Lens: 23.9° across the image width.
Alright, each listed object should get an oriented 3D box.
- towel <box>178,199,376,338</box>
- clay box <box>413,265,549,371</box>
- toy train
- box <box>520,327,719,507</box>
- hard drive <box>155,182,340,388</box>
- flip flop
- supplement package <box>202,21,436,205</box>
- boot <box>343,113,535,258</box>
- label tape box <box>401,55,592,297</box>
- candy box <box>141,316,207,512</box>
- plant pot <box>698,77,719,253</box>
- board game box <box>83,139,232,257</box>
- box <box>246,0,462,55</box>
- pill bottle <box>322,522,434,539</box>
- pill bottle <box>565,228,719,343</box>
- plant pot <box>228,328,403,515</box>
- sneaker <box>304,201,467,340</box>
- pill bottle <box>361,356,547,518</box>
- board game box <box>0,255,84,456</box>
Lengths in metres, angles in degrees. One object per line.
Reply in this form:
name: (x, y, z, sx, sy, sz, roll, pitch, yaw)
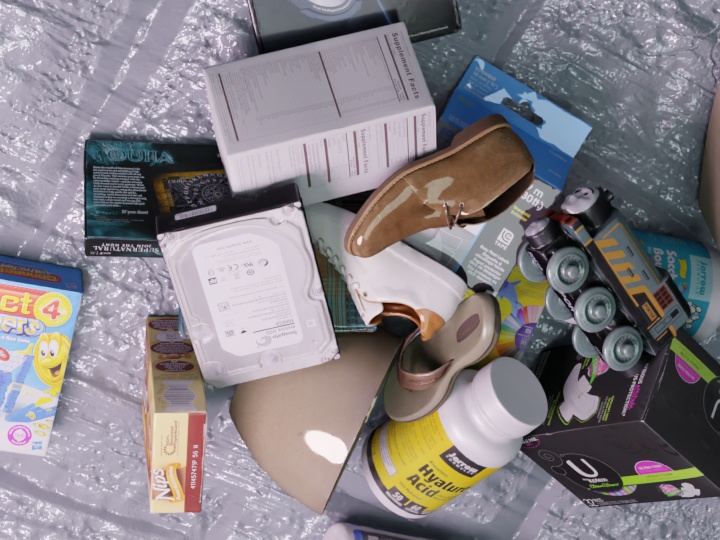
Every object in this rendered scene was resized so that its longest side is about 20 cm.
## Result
towel: (-0.085, -0.005, 1.716, 0.199, 0.022, 0.147, -1, 72, -10)
clay box: (0.136, 0.026, 1.807, 0.115, 0.048, 0.200, 16, 112, -15)
toy train: (0.241, 0.011, 1.681, 0.114, 0.085, 0.200, -42, 113, -12)
box: (0.287, 0.158, 1.803, 0.148, 0.200, 0.125, 40, 59, -25)
hard drive: (-0.105, 0.019, 1.626, 0.139, 0.038, 0.200, -12, 130, 0)
flip flop: (0.072, 0.086, 1.716, 0.057, 0.081, 0.200, 3, 150, -31)
supplement package: (-0.037, -0.141, 1.622, 0.199, 0.114, 0.110, -13, 148, -6)
boot: (0.076, -0.065, 1.616, 0.200, 0.076, 0.074, -35, 154, -4)
label tape box: (0.122, -0.092, 1.702, 0.144, 0.063, 0.200, 31, 100, -2)
candy box: (-0.189, 0.142, 1.717, 0.055, 0.200, 0.116, 2, 116, -10)
plant pot: (0.455, -0.089, 1.743, 0.199, 0.200, 0.177, 11, 126, -16)
board game box: (-0.169, -0.069, 1.656, 0.199, 0.136, 0.028, 2, 138, -11)
box: (-0.014, -0.285, 1.629, 0.199, 0.044, 0.161, -14, 118, -4)
pill bottle: (0.055, 0.356, 1.917, 0.199, 0.114, 0.114, 14, 113, -16)
pill bottle: (0.312, 0.016, 1.802, 0.199, 0.111, 0.111, 10, 114, -15)
plant pot: (-0.057, 0.134, 1.760, 0.134, 0.200, 0.201, 24, 111, 4)
sneaker: (0.000, 0.000, 1.677, 0.200, 0.073, 0.085, 29, 78, 12)
pill bottle: (0.101, 0.173, 1.801, 0.111, 0.112, 0.200, 31, 131, -23)
board game box: (-0.398, 0.080, 1.729, 0.199, 0.056, 0.196, 10, 114, -15)
